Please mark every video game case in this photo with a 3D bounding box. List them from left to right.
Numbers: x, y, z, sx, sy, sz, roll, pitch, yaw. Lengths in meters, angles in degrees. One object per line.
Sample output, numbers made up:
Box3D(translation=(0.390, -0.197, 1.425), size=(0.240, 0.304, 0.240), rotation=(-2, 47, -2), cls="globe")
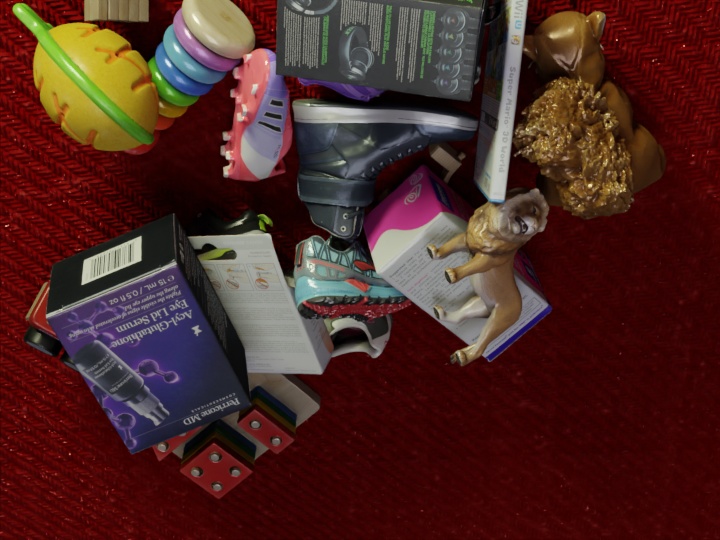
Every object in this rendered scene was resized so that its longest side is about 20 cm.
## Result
Box3D(translation=(0.136, -0.177, 1.131), size=(0.017, 0.143, 0.203), rotation=(5, 102, -1), cls="video game case")

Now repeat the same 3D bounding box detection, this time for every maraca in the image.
Box3D(translation=(-0.274, -0.195, 1.147), size=(0.107, 0.200, 0.137), rotation=(-44, 156, -1), cls="maraca")

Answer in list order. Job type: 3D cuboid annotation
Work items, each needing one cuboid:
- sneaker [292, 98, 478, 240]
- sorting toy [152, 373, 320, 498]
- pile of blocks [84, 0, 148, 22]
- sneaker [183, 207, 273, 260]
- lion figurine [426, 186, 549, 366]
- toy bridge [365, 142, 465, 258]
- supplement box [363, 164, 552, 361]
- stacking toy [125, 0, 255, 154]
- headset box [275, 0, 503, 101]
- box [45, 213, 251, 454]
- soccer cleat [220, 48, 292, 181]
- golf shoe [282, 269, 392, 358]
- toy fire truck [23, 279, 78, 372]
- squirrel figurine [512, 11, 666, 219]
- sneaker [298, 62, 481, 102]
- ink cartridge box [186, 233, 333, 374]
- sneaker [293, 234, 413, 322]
Box3D(translation=(0.026, -0.106, 1.231), size=(0.199, 0.077, 0.149), rotation=(3, 101, 14), cls="sneaker")
Box3D(translation=(-0.187, 0.181, 1.457), size=(0.199, 0.070, 0.198), rotation=(-39, 115, 24), cls="sorting toy")
Box3D(translation=(-0.269, -0.336, 1.133), size=(0.062, 0.082, 0.202), rotation=(10, 126, 48), cls="pile of blocks")
Box3D(translation=(-0.181, -0.027, 1.329), size=(0.197, 0.084, 0.072), rotation=(-6, 159, 29), cls="sneaker")
Box3D(translation=(0.138, 0.007, 1.203), size=(0.121, 0.073, 0.202), rotation=(-23, 137, -17), cls="lion figurine")
Box3D(translation=(0.050, -0.066, 1.314), size=(0.067, 0.027, 0.200), rotation=(35, 118, -23), cls="toy bridge")
Box3D(translation=(0.107, -0.006, 1.284), size=(0.103, 0.102, 0.199), rotation=(-41, 125, 20), cls="supplement box")
Box3D(translation=(-0.195, -0.194, 1.209), size=(0.085, 0.086, 0.200), rotation=(33, 124, -19), cls="stacking toy")
Box3D(translation=(0.034, -0.248, 1.090), size=(0.197, 0.175, 0.094), rotation=(9, 125, 6), cls="headset box")
Box3D(translation=(-0.217, 0.068, 1.210), size=(0.146, 0.105, 0.202), rotation=(-23, 122, 3), cls="box")
Box3D(translation=(-0.098, -0.161, 1.205), size=(0.075, 0.068, 0.201), rotation=(-4, 151, -19), cls="soccer cleat")
Box3D(translation=(-0.060, 0.054, 1.359), size=(0.196, 0.089, 0.078), rotation=(3, 130, 1), cls="golf shoe")
Box3D(translation=(-0.271, 0.056, 1.309), size=(0.175, 0.130, 0.199), rotation=(32, 162, -18), cls="toy fire truck")
Box3D(translation=(0.221, -0.159, 1.152), size=(0.139, 0.200, 0.189), rotation=(-9, 111, 18), cls="squirrel figurine")
Box3D(translation=(0.027, -0.215, 1.201), size=(0.197, 0.081, 0.084), rotation=(9, 140, 4), cls="sneaker")
Box3D(translation=(-0.133, 0.029, 1.284), size=(0.160, 0.050, 0.202), rotation=(-1, 127, 23), cls="ink cartridge box")
Box3D(translation=(0.000, 0.000, 1.275), size=(0.079, 0.097, 0.199), rotation=(-21, 165, 31), cls="sneaker")
